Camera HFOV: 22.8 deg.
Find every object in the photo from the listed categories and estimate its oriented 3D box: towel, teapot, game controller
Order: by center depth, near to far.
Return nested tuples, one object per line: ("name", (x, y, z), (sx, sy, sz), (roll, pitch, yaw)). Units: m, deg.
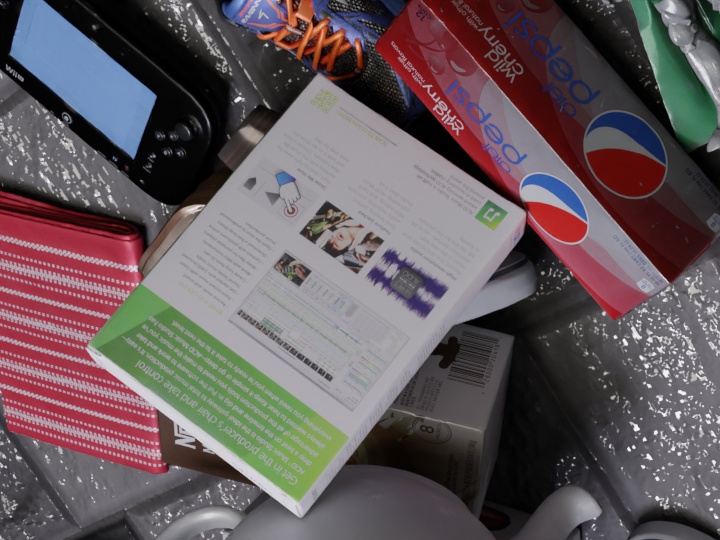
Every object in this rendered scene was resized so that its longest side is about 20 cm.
("teapot", (-0.001, 0.177, 0.990), (0.199, 0.146, 0.197), (26, 131, -18))
("game controller", (-0.171, -0.127, 1.126), (0.200, 0.042, 0.104), (40, 130, 9))
("towel", (-0.203, 0.044, 1.257), (0.144, 0.022, 0.201), (13, 124, 25))

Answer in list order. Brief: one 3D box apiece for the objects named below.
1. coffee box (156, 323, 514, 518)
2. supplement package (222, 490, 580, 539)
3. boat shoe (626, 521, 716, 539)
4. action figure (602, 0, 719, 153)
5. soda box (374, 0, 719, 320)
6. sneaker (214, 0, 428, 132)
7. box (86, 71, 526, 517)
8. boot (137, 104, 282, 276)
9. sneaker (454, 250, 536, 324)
("coffee box", (-0.017, 0.078, 1.067), (0.199, 0.080, 0.115), (13, 138, 10))
("supplement package", (0.027, 0.208, 1.135), (0.199, 0.114, 0.110), (14, 122, 25))
("boat shoe", (0.223, 0.237, 1.051), (0.200, 0.066, 0.072), (51, 131, -1))
("action figure", (0.156, -0.161, 0.885), (0.118, 0.055, 0.200), (-24, 96, 43))
("soda box", (0.103, -0.075, 0.946), (0.200, 0.070, 0.063), (49, 151, 2))
("sneaker", (-0.041, -0.149, 1.002), (0.200, 0.078, 0.075), (45, 132, 5))
("box", (-0.027, 0.010, 0.945), (0.144, 0.200, 0.036), (35, 164, 16))
("boot", (-0.042, -0.008, 1.095), (0.146, 0.070, 0.200), (40, 139, -3))
("sneaker", (0.000, 0.000, 0.998), (0.199, 0.073, 0.071), (-8, 97, -8))
